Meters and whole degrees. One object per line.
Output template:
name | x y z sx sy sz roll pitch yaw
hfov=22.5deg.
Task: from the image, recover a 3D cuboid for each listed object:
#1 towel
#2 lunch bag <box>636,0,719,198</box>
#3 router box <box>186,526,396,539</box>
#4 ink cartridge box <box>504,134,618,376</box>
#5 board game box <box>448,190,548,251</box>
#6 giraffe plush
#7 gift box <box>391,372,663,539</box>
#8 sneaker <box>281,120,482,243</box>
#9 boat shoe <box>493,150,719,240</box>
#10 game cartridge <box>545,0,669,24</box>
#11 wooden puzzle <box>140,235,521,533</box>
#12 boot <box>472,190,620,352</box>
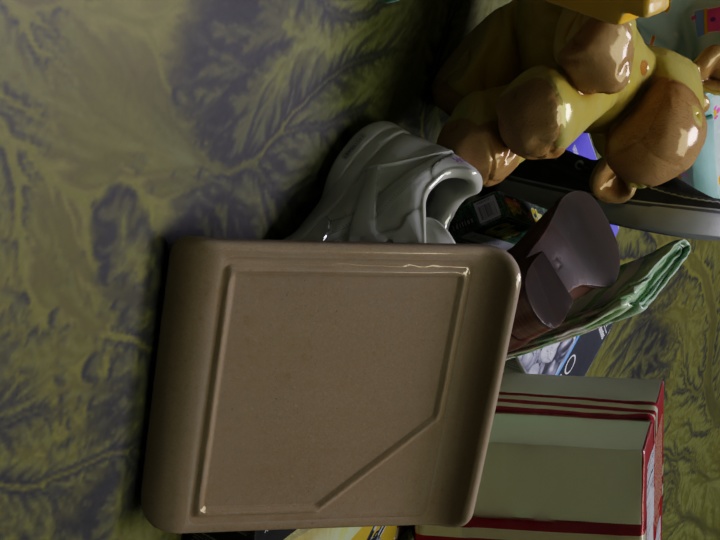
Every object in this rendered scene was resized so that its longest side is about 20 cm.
towel | 0.115 0.030 1.230 0.023 0.200 0.153 66 26 -5
lunch bag | 0.243 -0.154 1.354 0.171 0.122 0.200 69 20 -55
router box | -0.042 0.177 1.193 0.200 0.052 0.158 -25 131 -55
ink cartridge box | 0.170 0.008 1.484 0.200 0.043 0.198 -62 153 -16
board game box | 0.088 -0.014 1.255 0.200 0.105 0.024 14 57 -65
giraffe plush | 0.159 -0.115 1.179 0.162 0.172 0.200 38 46 -25
gift box | 0.122 0.187 1.326 0.185 0.186 0.201 -35 126 -72
sneaker | 0.000 0.000 1.084 0.200 0.099 0.075 -59 150 -17
boat shoe | 0.182 -0.060 1.282 0.069 0.200 0.057 7 95 -54
game cartridge | 0.101 -0.247 0.971 0.032 0.176 0.200 -28 134 -43
wooden puzzle | -0.020 0.066 1.043 0.037 0.199 0.186 -117 -147 -62
boot | 0.055 0.026 1.160 0.064 0.200 0.186 62 31 -4
